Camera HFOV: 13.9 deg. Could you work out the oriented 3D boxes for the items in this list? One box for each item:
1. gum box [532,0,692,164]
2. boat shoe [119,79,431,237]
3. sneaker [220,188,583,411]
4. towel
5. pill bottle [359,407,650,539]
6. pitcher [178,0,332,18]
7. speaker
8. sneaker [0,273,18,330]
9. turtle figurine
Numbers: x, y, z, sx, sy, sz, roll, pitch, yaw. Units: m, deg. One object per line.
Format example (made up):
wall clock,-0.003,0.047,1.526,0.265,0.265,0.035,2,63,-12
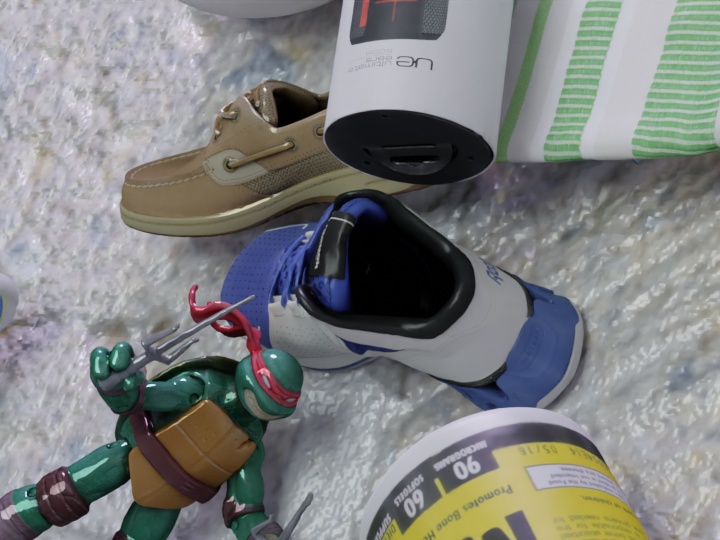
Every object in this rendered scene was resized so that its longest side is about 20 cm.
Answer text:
gum box,0.165,-0.174,1.393,0.200,0.045,0.170,-39,47,15
boat shoe,-0.038,-0.065,1.469,0.200,0.065,0.071,-11,20,28
sneaker,0.001,0.000,1.378,0.199,0.115,0.081,13,73,44
towel,0.123,-0.121,1.351,0.200,0.023,0.153,1,68,42
pill bottle,0.083,0.162,1.213,0.114,0.114,0.200,-41,46,14
pitcher,-0.019,-0.205,1.526,0.200,0.121,0.172,10,50,42
speaker,0.034,-0.143,1.373,0.081,0.081,0.201,-9,62,36
sneaker,-0.253,0.077,1.588,0.200,0.076,0.105,-30,61,33
turtle figurine,-0.086,0.094,1.403,0.200,0.150,0.101,-40,10,21
